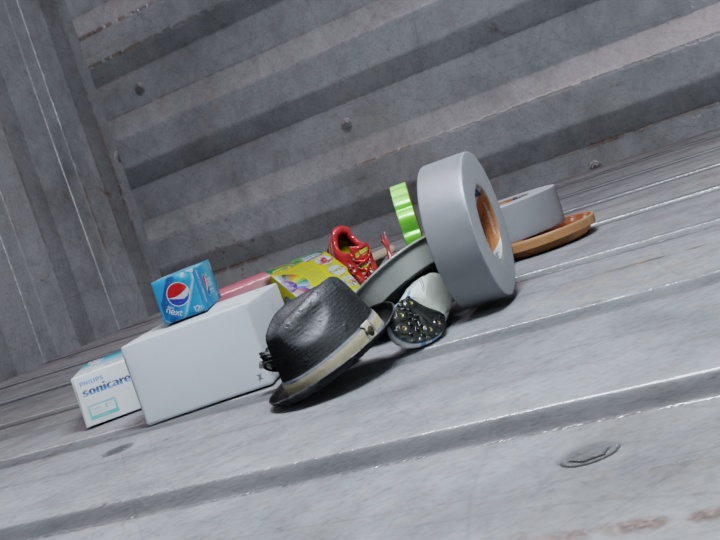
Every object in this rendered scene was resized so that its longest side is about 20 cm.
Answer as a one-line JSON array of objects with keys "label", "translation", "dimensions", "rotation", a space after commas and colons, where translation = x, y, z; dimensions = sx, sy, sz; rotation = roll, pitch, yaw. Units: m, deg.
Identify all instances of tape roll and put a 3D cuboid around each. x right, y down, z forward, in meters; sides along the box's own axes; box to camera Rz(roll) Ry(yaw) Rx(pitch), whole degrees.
[{"label": "tape roll", "translation": [0.260, -0.089, 2.053], "dimensions": [0.197, 0.067, 0.200], "rotation": [-19, 4, 1]}, {"label": "tape roll", "translation": [0.145, -0.055, 1.571], "dimensions": [0.065, 0.204, 0.200], "rotation": [-17, 5, 20]}]

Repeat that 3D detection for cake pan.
[{"label": "cake pan", "translation": [0.057, 0.026, 1.643], "dimensions": [0.199, 0.037, 0.201], "rotation": [-36, -17, -13]}]

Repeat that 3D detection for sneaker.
[{"label": "sneaker", "translation": [0.074, 0.063, 1.518], "dimensions": [0.073, 0.072, 0.200], "rotation": [-51, -3, 24]}, {"label": "sneaker", "translation": [0.000, 0.000, 1.898], "dimensions": [0.076, 0.086, 0.200], "rotation": [-20, 46, -25]}]

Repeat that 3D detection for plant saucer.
[{"label": "plant saucer", "translation": [0.318, -0.056, 2.033], "dimensions": [0.197, 0.033, 0.200], "rotation": [-19, 4, 1]}]

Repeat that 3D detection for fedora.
[{"label": "fedora", "translation": [-0.054, 0.074, 1.408], "dimensions": [0.199, 0.092, 0.201], "rotation": [-36, 8, 5]}]

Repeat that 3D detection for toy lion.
[{"label": "toy lion", "translation": [0.088, -0.042, 1.822], "dimensions": [0.068, 0.195, 0.200], "rotation": [-18, 4, 4]}]

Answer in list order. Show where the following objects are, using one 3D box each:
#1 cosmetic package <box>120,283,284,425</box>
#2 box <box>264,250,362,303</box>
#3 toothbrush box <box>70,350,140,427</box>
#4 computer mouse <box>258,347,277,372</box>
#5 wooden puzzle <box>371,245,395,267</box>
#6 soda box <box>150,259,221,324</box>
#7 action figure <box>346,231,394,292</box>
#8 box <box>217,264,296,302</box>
[{"label": "cosmetic package", "translation": [-0.213, 0.117, 1.693], "dimensions": [0.196, 0.125, 0.200], "rotation": [-19, 6, 10]}, {"label": "box", "translation": [-0.059, 0.037, 1.837], "dimensions": [0.116, 0.049, 0.199], "rotation": [-21, 39, -28]}, {"label": "toothbrush box", "translation": [-0.387, 0.181, 1.917], "dimensions": [0.144, 0.087, 0.200], "rotation": [-19, 4, -7]}, {"label": "computer mouse", "translation": [-0.075, 0.110, 1.606], "dimensions": [0.136, 0.054, 0.200], "rotation": [-7, 10, -5]}, {"label": "wooden puzzle", "translation": [-0.044, 0.033, 2.077], "dimensions": [0.184, 0.037, 0.200], "rotation": [-24, -20, -45]}, {"label": "soda box", "translation": [-0.255, 0.030, 1.716], "dimensions": [0.067, 0.065, 0.200], "rotation": [-19, 3, 0]}, {"label": "action figure", "translation": [0.004, 0.008, 1.722], "dimensions": [0.065, 0.100, 0.199], "rotation": [-33, -11, 32]}, {"label": "box", "translation": [-0.185, 0.083, 1.933], "dimensions": [0.197, 0.130, 0.109], "rotation": [-22, 6, -17]}]
